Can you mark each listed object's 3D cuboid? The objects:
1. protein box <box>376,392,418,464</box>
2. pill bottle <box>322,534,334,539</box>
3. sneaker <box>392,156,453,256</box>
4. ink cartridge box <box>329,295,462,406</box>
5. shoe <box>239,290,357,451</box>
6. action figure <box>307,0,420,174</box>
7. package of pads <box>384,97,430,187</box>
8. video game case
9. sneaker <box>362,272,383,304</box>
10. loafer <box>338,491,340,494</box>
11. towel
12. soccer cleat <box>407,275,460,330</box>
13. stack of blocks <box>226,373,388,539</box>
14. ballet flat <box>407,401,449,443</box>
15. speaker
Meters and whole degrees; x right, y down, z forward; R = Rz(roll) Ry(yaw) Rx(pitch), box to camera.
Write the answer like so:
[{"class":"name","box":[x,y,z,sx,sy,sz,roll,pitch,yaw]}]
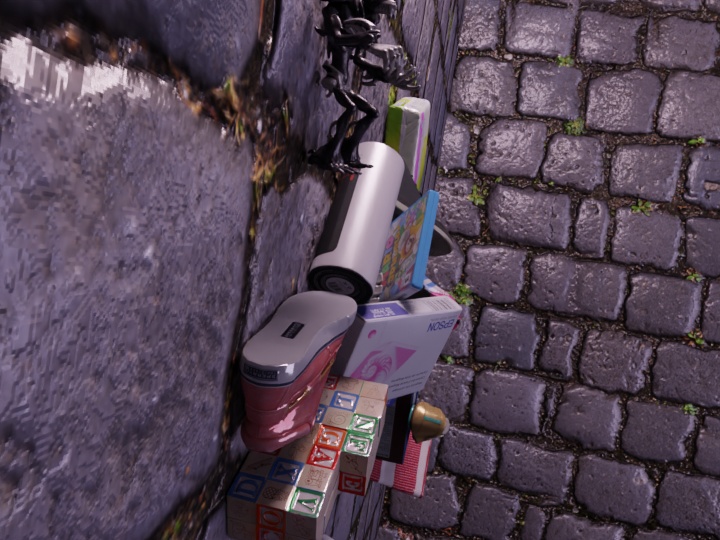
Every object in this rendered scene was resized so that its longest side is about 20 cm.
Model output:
[{"class":"protein box","box":[0.035,0.182,1.040,0.199,0.134,0.201,-61,159,-64]},{"class":"pill bottle","box":[-0.060,0.391,0.741,0.201,0.108,0.109,81,20,-49]},{"class":"sneaker","box":[0.083,-0.107,0.958,0.200,0.075,0.107,34,53,-33]},{"class":"ink cartridge box","box":[0.029,0.131,0.792,0.196,0.043,0.201,-4,122,-46]},{"class":"shoe","box":[-0.060,0.090,0.587,0.200,0.071,0.092,-44,145,-66]},{"class":"action figure","box":[0.006,-0.198,0.585,0.119,0.101,0.201,-27,128,-65]},{"class":"package of pads","box":[0.085,-0.221,1.146,0.155,0.068,0.201,-60,158,-64]},{"class":"video game case","box":[0.044,-0.011,0.848,0.200,0.018,0.144,-38,-145,59]},{"class":"sneaker","box":[0.000,0.000,0.851,0.087,0.074,0.201,91,11,-70]},{"class":"loafer","box":[-0.050,0.291,0.838,0.070,0.069,0.201,62,39,-75]},{"class":"towel","box":[0.049,0.336,1.155,0.023,0.199,0.145,-40,-151,52]},{"class":"soccer cleat","box":[0.098,0.031,0.972,0.200,0.070,0.087,40,22,-42]},{"class":"stack of blocks","box":[-0.045,0.191,0.622,0.200,0.114,0.059,-63,160,-61]},{"class":"ballet flat","box":[0.114,0.255,0.984,0.200,0.063,0.069,60,42,-74]},{"class":"speaker","box":[-0.001,-0.063,0.743,0.081,0.081,0.201,86,17,-56]}]
